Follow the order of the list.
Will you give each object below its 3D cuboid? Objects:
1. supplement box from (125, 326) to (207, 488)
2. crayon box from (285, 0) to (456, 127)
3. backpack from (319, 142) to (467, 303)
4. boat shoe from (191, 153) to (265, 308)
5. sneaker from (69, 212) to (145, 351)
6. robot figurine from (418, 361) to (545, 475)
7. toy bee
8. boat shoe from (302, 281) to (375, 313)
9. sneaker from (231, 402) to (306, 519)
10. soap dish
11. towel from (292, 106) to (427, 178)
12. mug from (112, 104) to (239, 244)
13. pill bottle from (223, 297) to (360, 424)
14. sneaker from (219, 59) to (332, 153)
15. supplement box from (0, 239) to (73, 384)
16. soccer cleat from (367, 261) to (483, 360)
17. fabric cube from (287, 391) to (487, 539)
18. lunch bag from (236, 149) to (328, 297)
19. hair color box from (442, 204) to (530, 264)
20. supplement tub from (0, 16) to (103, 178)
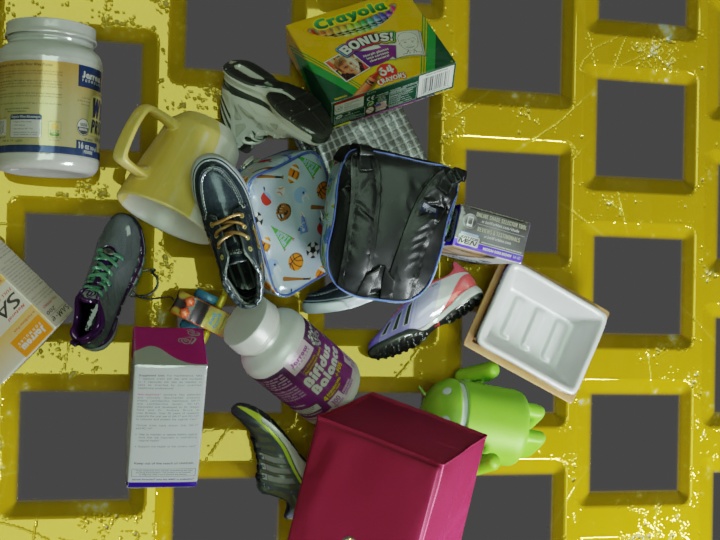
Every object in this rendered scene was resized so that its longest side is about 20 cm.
[{"bbox_3d":[-0.270,0.189,1.523,0.102,0.101,0.202,1,118,-13],"label":"supplement box"},{"bbox_3d":[0.013,-0.313,1.614,0.198,0.059,0.174,-20,58,-15],"label":"crayon box"},{"bbox_3d":[0.031,-0.062,1.534,0.181,0.147,0.203,11,94,-12],"label":"backpack"},{"bbox_3d":[-0.169,-0.052,1.456,0.070,0.091,0.202,-19,112,0],"label":"boat shoe"},{"bbox_3d":[-0.356,0.015,1.547,0.073,0.088,0.203,13,86,5],"label":"sneaker"},{"bbox_3d":[0.176,0.228,1.660,0.197,0.116,0.177,12,59,-12],"label":"robot figurine"},{"bbox_3d":[-0.231,0.068,1.573,0.197,0.109,0.133,5,90,-13],"label":"toy bee"},{"bbox_3d":[0.000,0.000,1.642,0.198,0.071,0.092,-16,99,-13],"label":"boat shoe"},{"bbox_3d":[-0.129,0.280,1.613,0.081,0.074,0.201,-38,96,-8],"label":"sneaker"},{"bbox_3d":[0.266,0.090,1.696,0.198,0.081,0.159,28,78,-11],"label":"soap dish"},{"bbox_3d":[0.005,-0.173,1.643,0.164,0.086,0.202,-26,95,-13],"label":"towel"},{"bbox_3d":[-0.245,-0.144,1.544,0.148,0.187,0.155,22,75,7],"label":"mug"},{"bbox_3d":[-0.099,0.124,1.567,0.200,0.112,0.113,42,80,-34],"label":"pill bottle"},{"bbox_3d":[-0.126,-0.209,1.589,0.200,0.116,0.075,36,41,24],"label":"sneaker"},{"bbox_3d":[-0.512,0.036,1.503,0.126,0.074,0.200,-43,99,15],"label":"supplement box"},{"bbox_3d":[0.088,0.064,1.677,0.199,0.068,0.074,-31,70,-6],"label":"soccer cleat"},{"bbox_3d":[0.039,0.308,1.532,0.194,0.199,0.202,19,101,23],"label":"fabric cube"},{"bbox_3d":[-0.112,-0.071,1.578,0.159,0.075,0.202,-29,114,-33],"label":"lunch bag"},{"bbox_3d":[0.159,-0.050,1.617,0.108,0.200,0.066,14,85,-12],"label":"hair color box"},{"bbox_3d":[-0.427,-0.234,1.513,0.142,0.144,0.203,2,89,-13],"label":"supplement tub"}]
